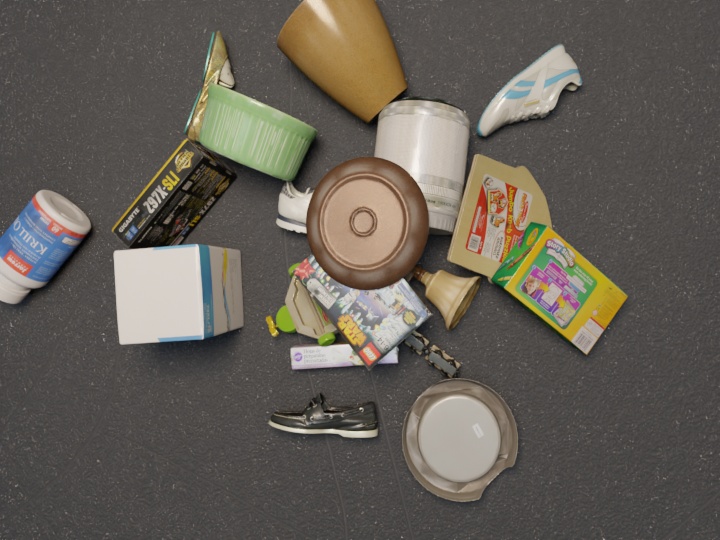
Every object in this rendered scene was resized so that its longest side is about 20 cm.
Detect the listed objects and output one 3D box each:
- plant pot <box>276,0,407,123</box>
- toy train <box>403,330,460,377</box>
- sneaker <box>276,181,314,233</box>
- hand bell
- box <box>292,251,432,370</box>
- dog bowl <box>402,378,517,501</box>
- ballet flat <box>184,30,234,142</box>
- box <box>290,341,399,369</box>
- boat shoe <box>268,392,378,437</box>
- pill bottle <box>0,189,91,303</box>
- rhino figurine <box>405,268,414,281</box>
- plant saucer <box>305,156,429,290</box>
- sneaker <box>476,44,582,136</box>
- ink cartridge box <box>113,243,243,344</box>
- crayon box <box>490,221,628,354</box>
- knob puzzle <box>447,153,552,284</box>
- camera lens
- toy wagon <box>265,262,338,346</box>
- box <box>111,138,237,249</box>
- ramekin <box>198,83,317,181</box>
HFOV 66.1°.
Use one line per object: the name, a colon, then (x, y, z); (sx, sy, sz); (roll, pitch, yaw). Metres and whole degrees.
plant pot: (-0.011, -0.365, 0.948); (0.185, 0.187, 0.201); (-40, 96, 4)
toy train: (0.094, 0.122, 0.977); (0.198, 0.046, 0.035); (37, 98, 9)
sneaker: (-0.055, -0.100, 0.979); (0.194, 0.076, 0.083); (14, 102, 6)
hand bell: (0.101, 0.006, 0.971); (0.198, 0.104, 0.106); (33, 93, 20)
box: (0.003, 0.034, 0.884); (0.136, 0.040, 0.201); (-40, 87, 7)
dog bowl: (0.170, 0.285, 0.956); (0.193, 0.059, 0.207); (0, 89, 7)
ballet flat: (-0.271, -0.335, 1.030); (0.069, 0.071, 0.206); (16, 90, 7)
box: (-0.027, 0.150, 0.993); (0.193, 0.041, 0.040); (-5, 88, 8)
boat shoe: (-0.064, 0.252, 0.979); (0.193, 0.074, 0.068); (4, 87, 7)
pill bottle: (-0.612, -0.040, 1.037); (0.112, 0.112, 0.201); (41, 94, 6)
rhino figurine: (0.000, 0.000, 0.935); (0.194, 0.060, 0.090); (-14, 71, 6)
plant saucer: (0.007, -0.073, 0.841); (0.194, 0.037, 0.207); (0, 91, 9)
sneaker: (0.287, -0.292, 0.947); (0.198, 0.076, 0.082); (-38, 87, 7)
ink cartridge box: (-0.301, 0.037, 0.951); (0.142, 0.200, 0.151); (-4, 89, 7)
crayon box: (0.327, 0.029, 0.910); (0.198, 0.058, 0.120); (36, 92, -14)
knob puzzle: (0.245, -0.076, 0.937); (0.213, 0.030, 0.227); (-2, 94, -23)
camera lens: (0.098, -0.172, 0.925); (0.155, 0.160, 0.207); (7, 90, 7)
toy wagon: (-0.077, 0.055, 0.988); (0.197, 0.040, 0.158); (-30, 68, 7)
box: (-0.322, -0.122, 0.978); (0.049, 0.160, 0.201); (41, 94, 6)
ramekin: (-0.179, -0.231, 0.948); (0.195, 0.200, 0.100); (24, 99, 7)
